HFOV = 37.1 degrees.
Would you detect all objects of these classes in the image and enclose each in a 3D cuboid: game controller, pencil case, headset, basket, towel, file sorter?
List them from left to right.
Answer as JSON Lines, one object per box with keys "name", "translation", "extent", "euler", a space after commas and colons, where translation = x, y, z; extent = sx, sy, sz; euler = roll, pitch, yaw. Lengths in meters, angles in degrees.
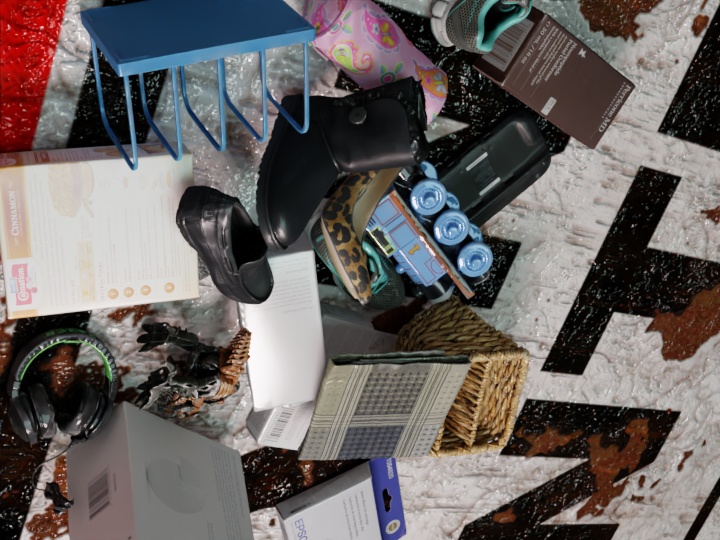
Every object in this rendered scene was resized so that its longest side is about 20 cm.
{"name": "headset", "translation": [-0.340, 0.170, 1.224], "extent": [0.122, 0.094, 0.204], "euler": [3, 106, -32]}
{"name": "file sorter", "translation": [-0.161, -0.194, 1.075], "extent": [0.197, 0.139, 0.125], "euler": [-15, 127, -23]}
{"name": "pencil case", "translation": [0.014, -0.240, 1.192], "extent": [0.088, 0.088, 0.199], "euler": [-50, 131, 7]}
{"name": "towel", "translation": [0.027, 0.167, 1.333], "extent": [0.189, 0.035, 0.202], "euler": [2, 135, -20]}
{"name": "basket", "translation": [0.118, 0.165, 1.425], "extent": [0.142, 0.148, 0.202], "euler": [-31, 145, -35]}
{"name": "game controller", "translation": [0.160, -0.119, 1.392], "extent": [0.199, 0.042, 0.105], "euler": [-39, 117, -5]}

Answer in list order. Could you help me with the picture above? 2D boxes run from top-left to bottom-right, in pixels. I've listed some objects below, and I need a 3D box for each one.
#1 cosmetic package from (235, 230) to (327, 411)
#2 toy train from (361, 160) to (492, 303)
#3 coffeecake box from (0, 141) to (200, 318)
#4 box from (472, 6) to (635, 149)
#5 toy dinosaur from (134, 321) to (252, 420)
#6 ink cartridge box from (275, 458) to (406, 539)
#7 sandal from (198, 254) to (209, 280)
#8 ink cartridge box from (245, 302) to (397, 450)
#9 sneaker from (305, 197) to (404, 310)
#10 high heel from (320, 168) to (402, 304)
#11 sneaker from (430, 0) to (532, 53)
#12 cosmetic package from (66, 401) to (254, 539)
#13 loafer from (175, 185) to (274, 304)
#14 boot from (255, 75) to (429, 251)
{"name": "cosmetic package", "translation": [-0.098, 0.059, 1.290], "extent": [0.100, 0.074, 0.204], "euler": [-9, 117, -9]}
{"name": "toy train", "translation": [0.079, -0.045, 1.324], "extent": [0.113, 0.087, 0.201], "euler": [-35, 117, 10]}
{"name": "coffeecake box", "translation": [-0.272, -0.045, 1.107], "extent": [0.196, 0.073, 0.157], "euler": [-6, 108, -19]}
{"name": "box", "translation": [0.243, -0.242, 1.337], "extent": [0.198, 0.075, 0.101], "euler": [23, 105, -41]}
{"name": "toy dinosaur", "translation": [-0.192, 0.115, 1.268], "extent": [0.134, 0.103, 0.201], "euler": [19, 119, -33]}
{"name": "ink cartridge box", "translation": [-0.017, 0.384, 1.593], "extent": [0.197, 0.041, 0.202], "euler": [-24, 128, -17]}
{"name": "sandal", "translation": [-0.255, -0.024, 1.191], "extent": [0.196, 0.048, 0.077], "euler": [-2, 113, -14]}
{"name": "ink cartridge box", "translation": [-0.037, 0.150, 1.432], "extent": [0.172, 0.044, 0.202], "euler": [16, 109, -40]}
{"name": "sneaker", "translation": [0.000, 0.000, 1.327], "extent": [0.078, 0.091, 0.200], "euler": [-44, 131, 3]}
{"name": "high heel", "translation": [0.022, -0.069, 1.221], "extent": [0.140, 0.203, 0.072], "euler": [-19, 156, -3]}
{"name": "sneaker", "translation": [0.174, -0.324, 1.220], "extent": [0.201, 0.091, 0.077], "euler": [-49, 132, 5]}
{"name": "cosmetic package", "translation": [-0.237, 0.299, 1.284], "extent": [0.122, 0.201, 0.199], "euler": [-38, 134, 22]}
{"name": "loafer", "translation": [-0.128, -0.019, 1.128], "extent": [0.201, 0.069, 0.069], "euler": [62, 40, -57]}
{"name": "boot", "translation": [-0.015, -0.117, 1.128], "extent": [0.165, 0.203, 0.077], "euler": [-4, 144, 21]}
